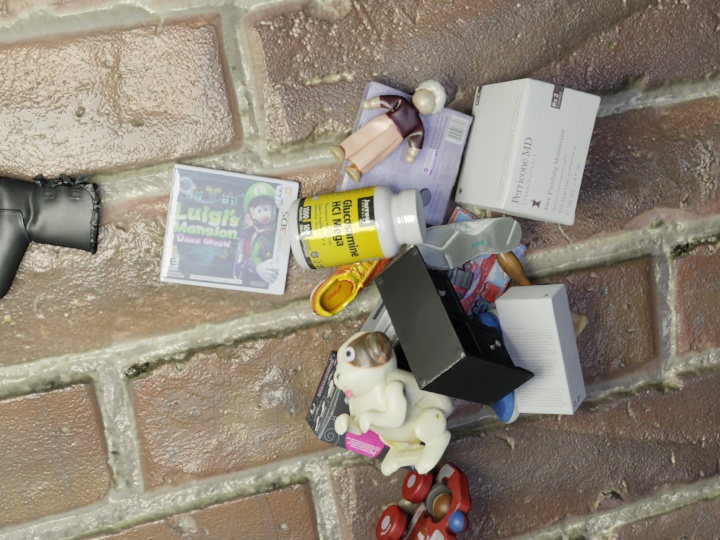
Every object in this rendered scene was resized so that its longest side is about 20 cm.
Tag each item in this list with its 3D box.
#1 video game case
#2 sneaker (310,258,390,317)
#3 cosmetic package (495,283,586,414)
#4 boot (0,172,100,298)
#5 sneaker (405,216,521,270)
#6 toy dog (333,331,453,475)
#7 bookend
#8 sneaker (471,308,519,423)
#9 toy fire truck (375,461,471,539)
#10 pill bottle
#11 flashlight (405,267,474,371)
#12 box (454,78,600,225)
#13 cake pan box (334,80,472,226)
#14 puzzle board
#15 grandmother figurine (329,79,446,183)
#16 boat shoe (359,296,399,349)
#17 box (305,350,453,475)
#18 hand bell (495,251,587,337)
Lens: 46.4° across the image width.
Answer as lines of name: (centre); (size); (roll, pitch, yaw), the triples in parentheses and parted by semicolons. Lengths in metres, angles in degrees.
video game case: (-0.205, -0.062, 1.322); (0.198, 0.023, 0.184); (7, 96, -16)
sneaker: (0.000, 0.000, 1.358); (0.073, 0.077, 0.201); (40, 85, -15)
cosmetic package: (0.297, 0.130, 1.383); (0.071, 0.101, 0.202); (-31, 112, -51)
boot: (-0.467, -0.048, 1.231); (0.161, 0.073, 0.201); (3, 96, -19)
sneaker: (0.161, -0.045, 1.373); (0.198, 0.080, 0.071); (-9, 99, -19)
toy dog: (0.045, 0.179, 1.250); (0.200, 0.139, 0.194); (47, 67, -13)
bookend: (0.144, 0.090, 1.292); (0.092, 0.200, 0.199); (-39, 143, 25)
sneaker: (0.207, 0.174, 1.424); (0.110, 0.077, 0.202); (-15, 106, -26)
toy fire truck: (0.123, 0.429, 1.404); (0.112, 0.168, 0.201); (33, 89, -17)
pill bottle: (-0.003, -0.069, 1.292); (0.198, 0.112, 0.114); (-9, 101, 13)
flashlight: (0.128, 0.089, 1.390); (0.067, 0.068, 0.202); (19, 89, -49)
box: (0.258, -0.188, 1.335); (0.129, 0.200, 0.201); (9, 96, -16)
cake pan box: (0.070, -0.189, 1.364); (0.182, 0.052, 0.202); (14, 94, -18)
puzzle board: (0.180, 0.014, 1.439); (0.150, 0.017, 0.202); (28, 90, -17)
grandmother figurine: (0.053, -0.220, 1.301); (0.200, 0.061, 0.122); (-41, 114, -4)
boat shoe: (0.069, 0.065, 1.388); (0.065, 0.072, 0.201); (33, 87, -21)
box: (0.029, 0.230, 1.379); (0.198, 0.115, 0.133); (22, 89, -17)
hand bell: (0.287, 0.034, 1.434); (0.104, 0.104, 0.201); (-40, 101, -6)
